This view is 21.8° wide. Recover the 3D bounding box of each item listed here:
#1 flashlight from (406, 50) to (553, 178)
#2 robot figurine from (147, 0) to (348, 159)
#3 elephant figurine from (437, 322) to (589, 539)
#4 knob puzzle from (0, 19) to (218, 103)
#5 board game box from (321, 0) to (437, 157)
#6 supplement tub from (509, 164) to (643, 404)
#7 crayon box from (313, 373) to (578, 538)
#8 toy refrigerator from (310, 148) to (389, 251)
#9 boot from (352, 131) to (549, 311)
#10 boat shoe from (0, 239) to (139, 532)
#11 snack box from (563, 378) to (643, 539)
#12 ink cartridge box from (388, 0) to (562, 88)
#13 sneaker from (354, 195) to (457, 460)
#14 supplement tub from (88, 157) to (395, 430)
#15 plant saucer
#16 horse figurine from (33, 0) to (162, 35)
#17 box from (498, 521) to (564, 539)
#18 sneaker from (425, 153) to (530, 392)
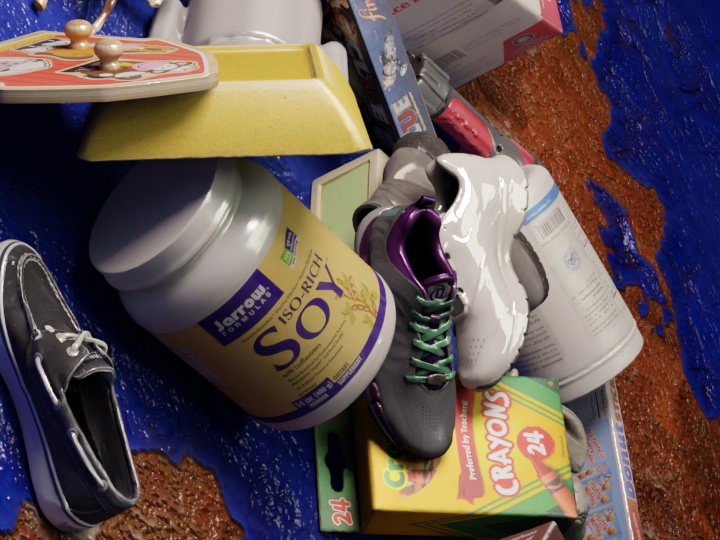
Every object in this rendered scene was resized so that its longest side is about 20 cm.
[{"bbox_3d":[0.107,-0.131,1.850,0.200,0.068,0.068,40,76,-33],"label":"flashlight"},{"bbox_3d":[-0.089,-0.174,1.517,0.169,0.113,0.200,11,49,-8],"label":"robot figurine"},{"bbox_3d":[0.136,0.153,1.619,0.141,0.155,0.200,8,48,-11],"label":"elephant figurine"},{"bbox_3d":[-0.186,-0.146,1.272,0.220,0.219,0.030,-31,125,-60],"label":"knob puzzle"},{"bbox_3d":[-0.006,-0.194,1.609,0.135,0.035,0.200,34,-29,55],"label":"board game box"},{"bbox_3d":[0.164,0.014,1.766,0.200,0.132,0.132,59,31,-12],"label":"supplement tub"},{"bbox_3d":[0.065,0.146,1.486,0.200,0.051,0.127,3,58,-13],"label":"crayon box"},{"bbox_3d":[0.000,0.000,1.572,0.070,0.076,0.200,39,40,-38],"label":"toy refrigerator"},{"bbox_3d":[0.071,-0.007,1.565,0.200,0.070,0.132,46,41,-18],"label":"boot"},{"bbox_3d":[-0.193,0.068,1.226,0.072,0.068,0.200,5,65,-57],"label":"boat shoe"},{"bbox_3d":[0.220,0.184,1.789,0.024,0.072,0.200,28,46,-47],"label":"snack box"},{"bbox_3d":[0.080,-0.268,1.819,0.200,0.146,0.085,22,50,-51],"label":"ink cartridge box"},{"bbox_3d":[0.042,0.045,1.428,0.074,0.088,0.200,-9,84,-26],"label":"sneaker"},{"bbox_3d":[-0.085,0.009,1.363,0.200,0.145,0.146,43,37,-34],"label":"supplement tub"},{"bbox_3d":[-0.097,-0.126,1.334,0.200,0.200,0.049,-105,-166,-72],"label":"plant saucer"},{"bbox_3d":[-0.218,-0.267,1.418,0.200,0.050,0.133,54,56,-18],"label":"horse figurine"},{"bbox_3d":[0.104,0.331,1.406,0.200,0.166,0.164,60,31,-10],"label":"box"},{"bbox_3d":[0.083,-0.001,1.496,0.087,0.074,0.200,11,67,-31],"label":"sneaker"}]
